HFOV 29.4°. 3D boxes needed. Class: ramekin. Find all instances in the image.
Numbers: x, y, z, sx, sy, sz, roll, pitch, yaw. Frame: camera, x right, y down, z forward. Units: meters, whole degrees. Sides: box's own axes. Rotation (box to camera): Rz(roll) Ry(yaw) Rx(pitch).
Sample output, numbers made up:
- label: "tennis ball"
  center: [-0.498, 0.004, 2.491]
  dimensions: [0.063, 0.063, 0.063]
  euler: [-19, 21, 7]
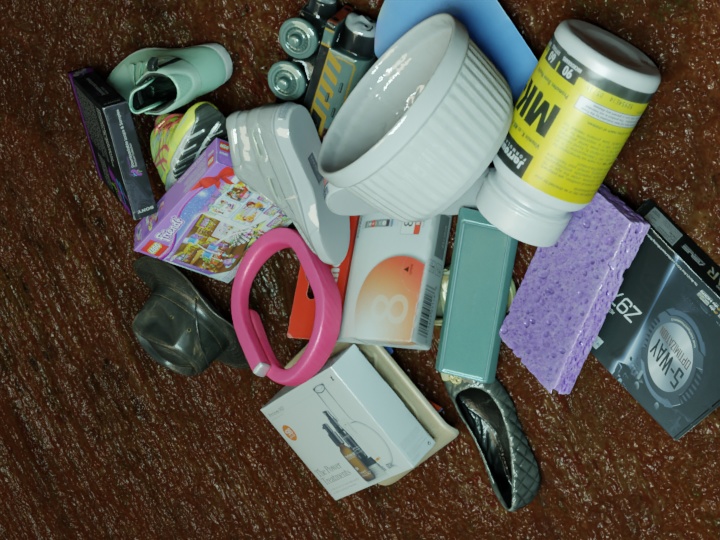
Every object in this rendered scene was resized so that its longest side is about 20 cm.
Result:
- label: "ramekin"
  center: [0.059, -0.141, 1.349]
  dimensions: [0.105, 0.201, 0.199]
  euler: [39, 134, -20]

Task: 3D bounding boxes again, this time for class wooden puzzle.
- label: "wooden puzzle"
  center: [0.014, 0.152, 1.662]
  dimensions: [0.200, 0.046, 0.185]
  euler: [46, 141, 1]

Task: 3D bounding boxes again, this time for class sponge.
- label: "sponge"
  center: [0.216, 0.013, 1.410]
  dimensions: [0.112, 0.030, 0.202]
  euler: [49, 124, 49]

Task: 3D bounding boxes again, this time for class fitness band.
- label: "fitness band"
  center: [-0.089, 0.040, 1.597]
  dimensions: [0.144, 0.037, 0.201]
  euler: [-50, 44, 24]

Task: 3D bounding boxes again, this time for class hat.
- label: "hat"
  center: [-0.235, 0.079, 1.749]
  dimensions: [0.200, 0.081, 0.201]
  euler: [37, 158, 17]

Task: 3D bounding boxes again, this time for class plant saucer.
- label: "plant saucer"
  center: [0.126, 0.032, 1.499]
  dimensions: [0.069, 0.019, 0.202]
  euler: [13, 115, 12]

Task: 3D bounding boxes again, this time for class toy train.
- label: "toy train"
  center: [-0.042, -0.206, 1.521]
  dimensions: [0.113, 0.085, 0.202]
  euler: [25, 123, 8]

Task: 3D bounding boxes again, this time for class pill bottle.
- label: "pill bottle"
  center: [0.198, -0.131, 1.341]
  dimensions: [0.114, 0.114, 0.201]
  euler: [35, 116, 16]

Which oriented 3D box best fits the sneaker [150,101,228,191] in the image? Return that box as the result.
- label: "sneaker"
  center: [-0.216, -0.156, 1.639]
  dimensions: [0.091, 0.078, 0.200]
  euler: [57, 153, 9]

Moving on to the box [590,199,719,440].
- label: "box"
  center: [0.312, 0.052, 1.416]
  dimensions: [0.200, 0.043, 0.160]
  euler: [47, 130, 7]

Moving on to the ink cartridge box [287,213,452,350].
- label: "ink cartridge box"
  center: [0.000, 0.000, 1.555]
  dimensions: [0.198, 0.050, 0.164]
  euler: [3, 77, 32]

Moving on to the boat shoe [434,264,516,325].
- label: "boat shoe"
  center: [0.082, 0.031, 1.555]
  dimensions: [0.199, 0.063, 0.074]
  euler: [3, 114, 34]

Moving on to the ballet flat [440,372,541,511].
- label: "ballet flat"
  center: [0.150, 0.183, 1.585]
  dimensions: [0.066, 0.057, 0.201]
  euler: [-26, 96, 39]

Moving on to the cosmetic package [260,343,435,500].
- label: "cosmetic package"
  center: [-0.019, 0.185, 1.635]
  dimensions: [0.151, 0.052, 0.200]
  euler: [52, 145, -2]

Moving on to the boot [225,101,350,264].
- label: "boot"
  center: [-0.081, -0.096, 1.529]
  dimensions: [0.095, 0.074, 0.202]
  euler: [1, 123, 31]

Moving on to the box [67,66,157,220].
- label: "box"
  center: [-0.304, -0.159, 1.676]
  dimensions: [0.200, 0.036, 0.144]
  euler: [-137, 31, -60]

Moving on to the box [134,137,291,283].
- label: "box"
  center: [-0.165, -0.068, 1.644]
  dimensions: [0.136, 0.039, 0.200]
  euler: [20, 138, -31]

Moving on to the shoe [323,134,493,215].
- label: "shoe"
  center: [0.056, -0.115, 1.482]
  dimensions: [0.197, 0.092, 0.072]
  euler: [-3, 147, -4]

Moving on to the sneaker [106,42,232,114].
- label: "sneaker"
  center: [-0.261, -0.221, 1.637]
  dimensions: [0.199, 0.118, 0.075]
  euler: [-8, 108, 38]

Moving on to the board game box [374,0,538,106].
- label: "board game box"
  center: [0.107, -0.224, 1.429]
  dimensions: [0.158, 0.039, 0.201]
  euler: [-34, 90, 40]
